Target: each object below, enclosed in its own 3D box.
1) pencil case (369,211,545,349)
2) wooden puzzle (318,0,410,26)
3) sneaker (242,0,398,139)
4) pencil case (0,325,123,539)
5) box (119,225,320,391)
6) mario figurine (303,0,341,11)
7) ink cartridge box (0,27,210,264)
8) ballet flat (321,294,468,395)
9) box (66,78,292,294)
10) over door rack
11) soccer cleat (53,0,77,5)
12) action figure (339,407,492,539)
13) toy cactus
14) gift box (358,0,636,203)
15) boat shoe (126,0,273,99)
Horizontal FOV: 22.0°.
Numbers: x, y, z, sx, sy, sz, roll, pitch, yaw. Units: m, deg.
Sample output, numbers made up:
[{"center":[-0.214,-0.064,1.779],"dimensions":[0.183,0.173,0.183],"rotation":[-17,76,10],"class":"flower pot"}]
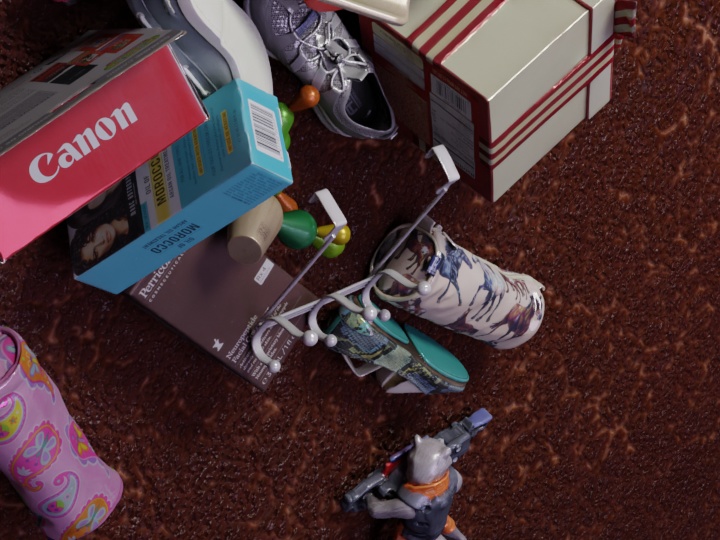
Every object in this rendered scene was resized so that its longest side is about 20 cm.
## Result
[{"center":[0.100,0.015,1.812],"dimensions":[0.090,0.078,0.200],"rotation":[-49,139,15],"class":"pencil case"},{"center":[-0.026,-0.308,1.442],"dimensions":[0.184,0.046,0.201],"rotation":[15,74,-22],"class":"wooden puzzle"},{"center":[-0.025,-0.187,1.586],"dimensions":[0.075,0.082,0.200],"rotation":[-52,133,-11],"class":"sneaker"},{"center":[-0.271,0.137,1.515],"dimensions":[0.087,0.087,0.200],"rotation":[-44,135,-19],"class":"pencil case"},{"center":[-0.131,0.012,1.593],"dimensions":[0.200,0.075,0.100],"rotation":[39,81,-45],"class":"box"},{"center":[-0.023,-0.309,1.530],"dimensions":[0.123,0.106,0.201],"rotation":[15,77,-14],"class":"mario figurine"},{"center":[-0.222,-0.094,1.365],"dimensions":[0.200,0.175,0.084],"rotation":[-38,113,-24],"class":"ink cartridge box"},{"center":[0.029,0.082,1.798],"dimensions":[0.200,0.074,0.074],"rotation":[36,84,-45],"class":"ballet flat"},{"center":[-0.146,-0.064,1.451],"dimensions":[0.200,0.083,0.049],"rotation":[-30,147,30],"class":"box"},{"center":[0.000,0.000,1.565],"dimensions":[0.147,0.067,0.200],"rotation":[-23,152,-39],"class":"over door rack"},{"center":[-0.167,-0.271,1.433],"dimensions":[0.200,0.070,0.087],"rotation":[-29,106,-29],"class":"soccer cleat"},{"center":[0.084,0.234,1.891],"dimensions":[0.200,0.104,0.194],"rotation":[-34,140,-25],"class":"action figure"},{"center":[-0.072,-0.068,1.563],"dimensions":[0.165,0.102,0.200],"rotation":[-76,145,-50],"class":"toy cactus"},{"center":[0.125,-0.204,1.618],"dimensions":[0.187,0.184,0.200],"rotation":[-42,159,-19],"class":"gift box"},{"center":[-0.121,-0.173,1.445],"dimensions":[0.200,0.061,0.073],"rotation":[57,31,-56],"class":"boat shoe"}]
